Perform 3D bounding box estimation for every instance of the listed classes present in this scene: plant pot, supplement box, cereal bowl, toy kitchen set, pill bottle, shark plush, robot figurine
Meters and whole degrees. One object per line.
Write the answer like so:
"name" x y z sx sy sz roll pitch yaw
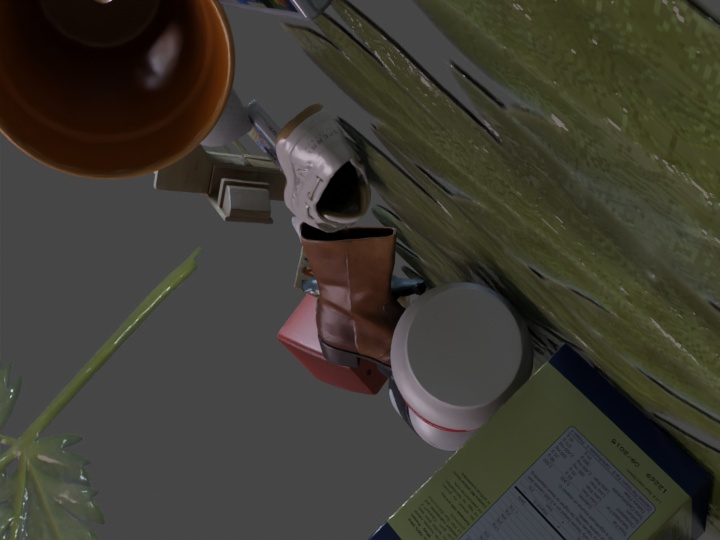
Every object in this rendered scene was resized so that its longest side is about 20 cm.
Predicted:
"plant pot" -0.215 -0.210 0.794 0.201 0.199 0.184 50 -169 -38
"supplement box" 0.141 0.199 0.711 0.134 0.200 0.200 44 175 30
"cereal bowl" -0.210 -0.221 1.080 0.201 0.083 0.200 53 174 8
"toy kitchen set" -0.170 -0.179 1.301 0.197 0.183 0.163 3 -156 -28
"pill bottle" 0.080 0.072 0.768 0.112 0.112 0.200 46 176 11
"shark plush" 0.000 0.000 1.125 0.090 0.085 0.199 10 -176 -25
"plant pot" -0.015 0.139 1.966 0.175 0.201 0.200 27 164 39
"robot figurine" 0.107 0.160 1.264 0.200 0.148 0.127 -146 43 -76

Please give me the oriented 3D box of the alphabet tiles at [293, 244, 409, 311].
"alphabet tiles" -0.008 0.027 1.250 0.165 0.006 0.201 26 -157 -9

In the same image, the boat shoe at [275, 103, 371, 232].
"boat shoe" -0.024 -0.067 0.825 0.069 0.071 0.200 47 175 16

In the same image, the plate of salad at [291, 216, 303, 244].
"plate of salad" -0.027 -0.020 1.474 0.199 0.048 0.200 40 167 11

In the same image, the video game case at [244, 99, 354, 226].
"video game case" -0.081 -0.128 1.187 0.182 0.024 0.200 49 177 -8

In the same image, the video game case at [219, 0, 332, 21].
"video game case" -0.106 -0.226 0.543 0.183 0.022 0.200 50 174 -27

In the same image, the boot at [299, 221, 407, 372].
"boot" 0.036 0.024 1.020 0.185 0.069 0.202 9 137 13
